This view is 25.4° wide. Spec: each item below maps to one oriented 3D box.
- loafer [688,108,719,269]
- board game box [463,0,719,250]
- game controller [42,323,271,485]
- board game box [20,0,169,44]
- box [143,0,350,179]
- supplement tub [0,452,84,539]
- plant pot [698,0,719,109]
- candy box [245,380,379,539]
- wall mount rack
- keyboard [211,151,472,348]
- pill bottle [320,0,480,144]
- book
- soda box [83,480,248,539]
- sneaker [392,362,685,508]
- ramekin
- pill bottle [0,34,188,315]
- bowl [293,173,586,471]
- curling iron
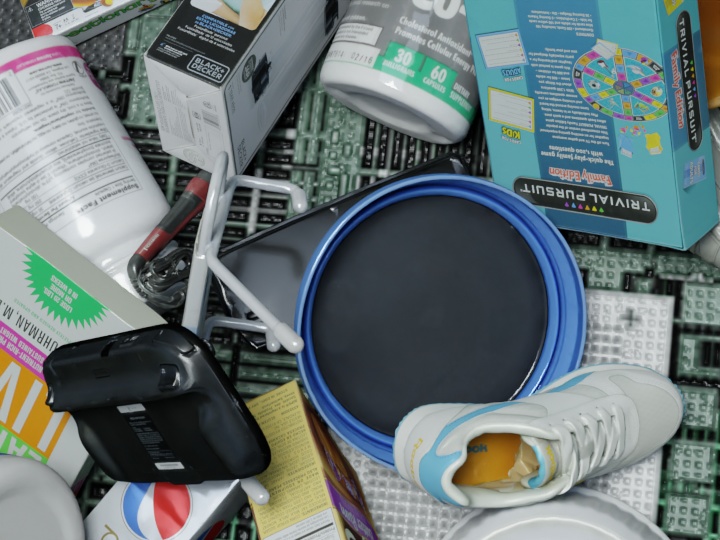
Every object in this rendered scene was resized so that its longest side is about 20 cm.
[{"bbox_3d":[0.239,-0.035,1.078,0.070,0.070,0.201,-27,69,8],"label":"loafer"},{"bbox_3d":[0.146,-0.122,1.029,0.151,0.047,0.201,12,125,41],"label":"board game box"},{"bbox_3d":[-0.127,0.085,0.969,0.104,0.200,0.042,51,60,-18],"label":"game controller"},{"bbox_3d":[-0.170,-0.260,1.200,0.199,0.035,0.127,-24,76,4],"label":"board game box"},{"bbox_3d":[-0.066,-0.174,1.096,0.060,0.117,0.200,25,65,14],"label":"box"},{"bbox_3d":[-0.293,0.177,1.055,0.199,0.132,0.132,3,79,35],"label":"supplement tub"},{"bbox_3d":[0.244,-0.234,1.047,0.183,0.200,0.200,-35,74,-28],"label":"plant pot"},{"bbox_3d":[-0.020,0.181,1.008,0.056,0.117,0.200,-24,45,5],"label":"candy box"},{"bbox_3d":[-0.074,0.036,0.980,0.074,0.174,0.201,10,124,-3],"label":"wall mount rack"},{"bbox_3d":[0.000,0.000,1.123,0.199,0.040,0.104,-23,80,-6],"label":"keyboard"},{"bbox_3d":[0.058,-0.199,1.111,0.113,0.113,0.201,21,84,12],"label":"pill bottle"},{"bbox_3d":[-0.224,0.073,1.090,0.133,0.048,0.200,36,121,9],"label":"book"},{"bbox_3d":[-0.152,0.188,1.099,0.068,0.064,0.200,40,89,14],"label":"soda box"},{"bbox_3d":[0.126,0.113,1.032,0.199,0.081,0.077,-12,105,-18],"label":"sneaker"},{"bbox_3d":[0.125,0.237,1.029,0.202,0.094,0.203,-2,79,9],"label":"ramekin"},{"bbox_3d":[-0.203,-0.053,1.121,0.113,0.113,0.200,-31,84,2],"label":"pill bottle"},{"bbox_3d":[0.051,0.035,1.064,0.200,0.039,0.201,-2,99,-13],"label":"bowl"},{"bbox_3d":[-0.104,-0.047,1.107,0.050,0.026,0.200,46,46,-21],"label":"curling iron"}]
